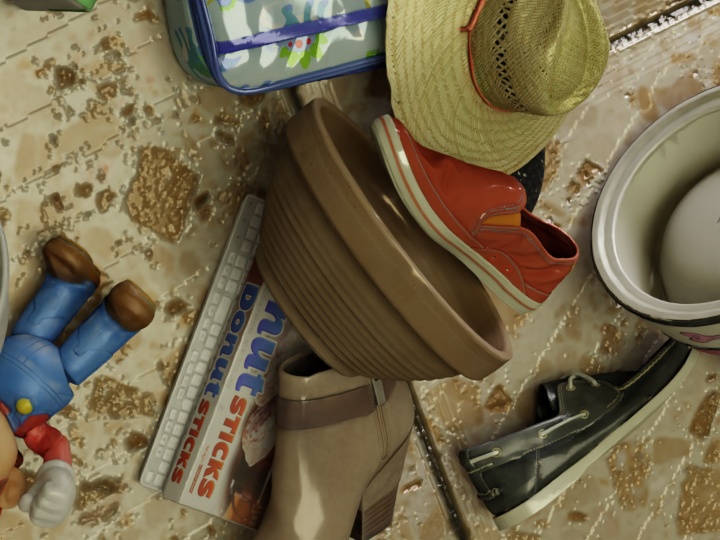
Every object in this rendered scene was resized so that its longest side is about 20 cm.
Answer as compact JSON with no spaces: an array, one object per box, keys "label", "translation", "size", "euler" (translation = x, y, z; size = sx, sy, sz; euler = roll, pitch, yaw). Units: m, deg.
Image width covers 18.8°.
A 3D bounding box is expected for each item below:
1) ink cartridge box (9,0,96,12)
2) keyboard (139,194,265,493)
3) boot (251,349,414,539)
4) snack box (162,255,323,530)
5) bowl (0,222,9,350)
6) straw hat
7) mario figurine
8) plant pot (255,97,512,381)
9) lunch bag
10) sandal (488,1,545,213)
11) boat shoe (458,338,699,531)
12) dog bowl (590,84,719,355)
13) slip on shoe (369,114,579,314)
[{"label":"ink cartridge box","translation":[-0.163,-0.259,1.284],"size":[0.083,0.146,0.201],"euler":[31,84,-24]},{"label":"keyboard","translation":[-0.087,0.053,1.427],"size":[0.056,0.011,0.202],"euler":[22,87,-25]},{"label":"boot","translation":[-0.035,0.129,1.403],"size":[0.200,0.070,0.147],"euler":[-37,130,-47]},{"label":"snack box","translation":[-0.061,0.065,1.425],"size":[0.072,0.024,0.202],"euler":[24,85,-38]},{"label":"bowl","translation":[-0.285,0.032,1.267],"size":[0.201,0.201,0.091],"euler":[-49,154,-12]},{"label":"straw hat","translation":[0.112,-0.146,1.383],"size":[0.200,0.085,0.203],"euler":[-12,111,-35]},{"label":"mario figurine","translation":[-0.211,0.076,1.316],"size":[0.201,0.123,0.106],"euler":[-55,132,-15]},{"label":"plant pot","translation":[0.000,0.000,1.350],"size":[0.092,0.201,0.201],"euler":[-38,111,10]},{"label":"lunch bag","translation":[-0.028,-0.200,1.390],"size":[0.198,0.082,0.162],"euler":[-14,104,-22]},{"label":"sandal","translation":[0.088,-0.109,1.476],"size":[0.075,0.045,0.202],"euler":[13,79,-30]},{"label":"boat shoe","translation":[0.156,0.098,1.513],"size":[0.199,0.072,0.068],"euler":[-34,84,-23]},{"label":"dog bowl","translation":[0.260,-0.031,1.483],"size":[0.201,0.200,0.074],"euler":[-53,131,-10]},{"label":"slip on shoe","translation":[0.072,-0.043,1.383],"size":[0.061,0.074,0.200],"euler":[-38,132,14]}]
